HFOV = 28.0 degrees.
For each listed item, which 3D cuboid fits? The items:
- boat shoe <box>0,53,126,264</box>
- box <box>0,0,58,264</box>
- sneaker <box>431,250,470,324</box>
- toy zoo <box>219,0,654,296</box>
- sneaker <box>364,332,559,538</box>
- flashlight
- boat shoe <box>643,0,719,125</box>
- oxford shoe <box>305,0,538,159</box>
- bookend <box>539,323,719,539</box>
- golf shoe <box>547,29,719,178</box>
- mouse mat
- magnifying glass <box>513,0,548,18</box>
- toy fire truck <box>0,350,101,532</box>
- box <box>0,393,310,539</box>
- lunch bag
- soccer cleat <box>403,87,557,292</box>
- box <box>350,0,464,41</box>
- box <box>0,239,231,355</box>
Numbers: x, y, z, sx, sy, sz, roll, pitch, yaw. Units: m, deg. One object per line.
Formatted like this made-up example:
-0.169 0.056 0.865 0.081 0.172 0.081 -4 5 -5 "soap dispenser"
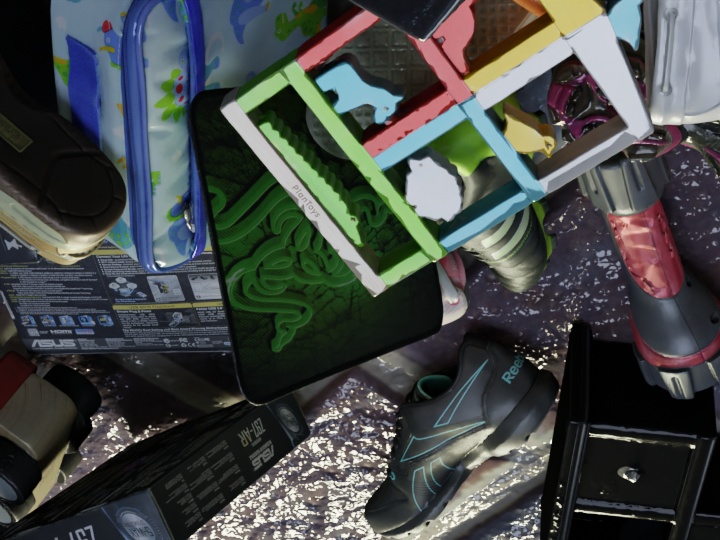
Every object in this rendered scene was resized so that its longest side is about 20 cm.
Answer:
-0.209 -0.077 0.730 0.200 0.072 0.076 48 144 -1 "boat shoe"
-0.274 -0.105 0.827 0.182 0.104 0.200 -4 118 15 "box"
0.000 0.000 0.889 0.105 0.075 0.200 -25 157 23 "sneaker"
0.049 -0.085 0.701 0.200 0.020 0.131 -32 112 21 "toy zoo"
0.056 0.117 1.039 0.079 0.075 0.200 38 123 -6 "sneaker"
0.181 -0.007 0.883 0.068 0.068 0.200 3 139 32 "flashlight"
0.150 -0.167 0.692 0.065 0.074 0.200 -9 98 6 "boat shoe"
0.055 -0.130 0.759 0.200 0.058 0.075 -43 83 11 "oxford shoe"
0.232 0.147 1.006 0.200 0.092 0.199 6 134 4 "bookend"
0.202 -0.090 0.786 0.200 0.092 0.073 20 129 -2 "golf shoe"
-0.016 -0.025 0.789 0.008 0.200 0.161 -6 97 36 "mouse mat"
0.032 -0.174 0.704 0.200 0.080 0.022 35 121 0 "magnifying glass"
-0.313 0.108 1.049 0.200 0.129 0.176 35 147 2 "toy fire truck"
-0.147 0.153 1.016 0.160 0.200 0.044 -22 95 28 "box"
-0.089 -0.105 0.776 0.082 0.161 0.200 32 139 24 "lunch bag"
0.068 -0.041 0.847 0.081 0.068 0.200 -27 150 -5 "soccer cleat"
-0.013 -0.236 0.615 0.200 0.198 0.123 28 134 -15 "box"
-0.149 -0.013 0.957 0.200 0.049 0.161 -2 135 13 "box"
